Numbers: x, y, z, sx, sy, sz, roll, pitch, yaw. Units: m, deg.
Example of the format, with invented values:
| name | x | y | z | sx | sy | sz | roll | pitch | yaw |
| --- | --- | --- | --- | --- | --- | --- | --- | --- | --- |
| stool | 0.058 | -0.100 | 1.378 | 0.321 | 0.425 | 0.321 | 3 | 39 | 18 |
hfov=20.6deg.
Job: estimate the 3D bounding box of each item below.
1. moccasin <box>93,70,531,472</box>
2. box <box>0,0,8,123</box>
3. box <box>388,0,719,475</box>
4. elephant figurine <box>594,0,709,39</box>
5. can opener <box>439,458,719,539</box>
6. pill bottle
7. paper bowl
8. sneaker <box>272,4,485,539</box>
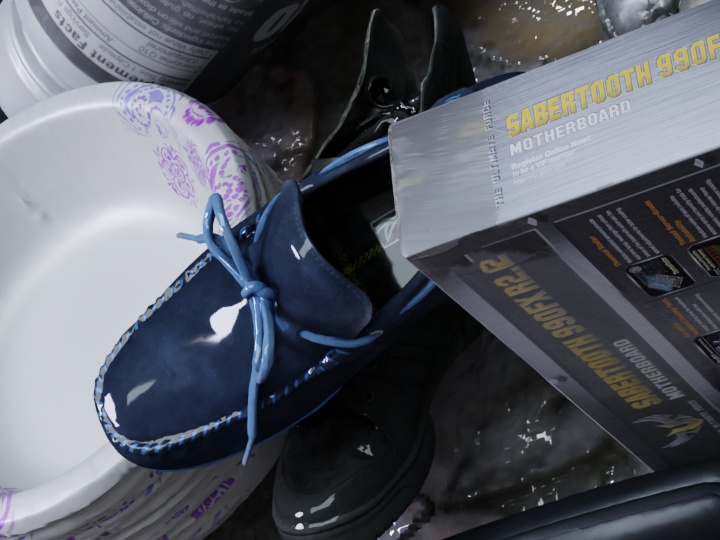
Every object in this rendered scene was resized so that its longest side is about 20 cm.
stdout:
| name | x | y | z | sx | sy | sz | roll | pitch | yaw |
| --- | --- | --- | --- | --- | --- | --- | --- | --- | --- |
| moccasin | -0.013 | -0.008 | 0.661 | 0.200 | 0.068 | 0.081 | -40 | 75 | 5 |
| box | -0.194 | -0.166 | 0.994 | 0.200 | 0.104 | 0.183 | -38 | 47 | 9 |
| box | 0.124 | -0.008 | 0.612 | 0.157 | 0.200 | 0.049 | -19 | 57 | 24 |
| elephant figurine | 0.147 | -0.096 | 0.703 | 0.199 | 0.142 | 0.156 | -16 | 39 | 18 |
| can opener | 0.046 | 0.110 | 0.698 | 0.199 | 0.079 | 0.063 | -26 | 12 | 15 |
| pill bottle | -0.077 | -0.135 | 0.837 | 0.200 | 0.112 | 0.114 | -42 | 40 | 44 |
| paper bowl | -0.103 | 0.032 | 0.807 | 0.199 | 0.104 | 0.202 | -18 | 53 | 25 |
| sneaker | 0.002 | 0.000 | 0.732 | 0.060 | 0.105 | 0.200 | -3 | 40 | 35 |
